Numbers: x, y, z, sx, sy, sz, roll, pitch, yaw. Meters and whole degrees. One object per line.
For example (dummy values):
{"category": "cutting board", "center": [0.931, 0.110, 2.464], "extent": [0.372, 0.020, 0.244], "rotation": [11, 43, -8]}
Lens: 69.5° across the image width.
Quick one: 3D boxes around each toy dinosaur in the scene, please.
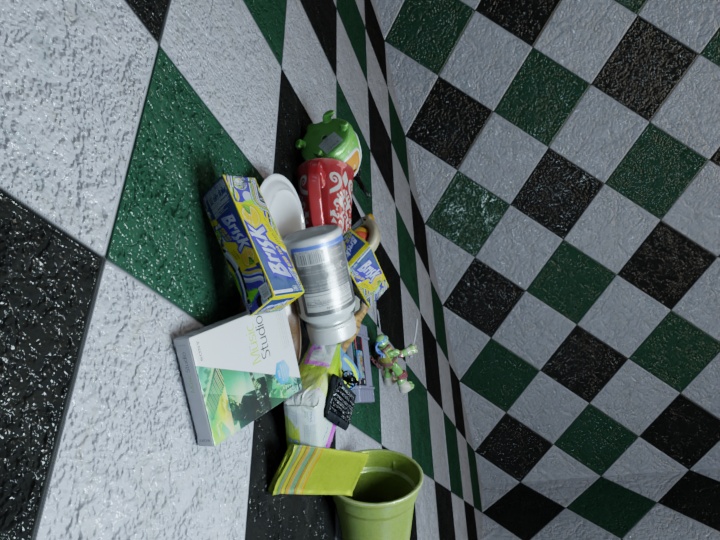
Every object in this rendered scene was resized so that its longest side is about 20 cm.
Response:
{"category": "toy dinosaur", "center": [-0.034, 0.149, 1.204], "extent": [0.204, 0.105, 0.060], "rotation": [-66, -158, -4]}

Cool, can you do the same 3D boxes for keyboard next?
{"category": "keyboard", "center": [-0.029, -0.170, 1.247], "extent": [0.021, 0.127, 0.202], "rotation": [35, 22, -41]}
{"category": "keyboard", "center": [-0.023, 0.238, 0.970], "extent": [0.201, 0.039, 0.106], "rotation": [70, 27, -67]}

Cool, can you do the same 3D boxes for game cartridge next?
{"category": "game cartridge", "center": [-0.001, 0.238, 1.341], "extent": [0.130, 0.037, 0.205], "rotation": [43, 39, -71]}

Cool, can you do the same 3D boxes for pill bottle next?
{"category": "pill bottle", "center": [-0.071, 0.027, 0.964], "extent": [0.114, 0.111, 0.205], "rotation": [-54, 135, -68]}

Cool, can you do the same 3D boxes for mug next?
{"category": "mug", "center": [-0.091, -0.131, 1.134], "extent": [0.176, 0.131, 0.205], "rotation": [21, 62, -51]}

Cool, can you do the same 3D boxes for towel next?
{"category": "towel", "center": [-0.064, 0.344, 0.885], "extent": [0.198, 0.018, 0.087], "rotation": [27, 92, -45]}

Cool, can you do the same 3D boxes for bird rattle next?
{"category": "bird rattle", "center": [-0.029, -0.062, 1.228], "extent": [0.113, 0.161, 0.202], "rotation": [51, 22, -35]}

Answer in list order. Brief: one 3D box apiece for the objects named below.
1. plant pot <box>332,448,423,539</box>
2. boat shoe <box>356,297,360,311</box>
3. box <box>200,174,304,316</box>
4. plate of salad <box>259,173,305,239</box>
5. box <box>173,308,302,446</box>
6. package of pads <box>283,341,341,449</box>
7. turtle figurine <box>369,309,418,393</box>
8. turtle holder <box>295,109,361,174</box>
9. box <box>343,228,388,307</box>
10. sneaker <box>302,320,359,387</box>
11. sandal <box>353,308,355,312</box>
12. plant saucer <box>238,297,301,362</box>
{"category": "plant pot", "center": [0.030, 0.499, 1.053], "extent": [0.200, 0.195, 0.189], "rotation": [-35, 125, -72]}
{"category": "boat shoe", "center": [-0.020, 0.082, 1.326], "extent": [0.200, 0.059, 0.076], "rotation": [-45, 133, -55]}
{"category": "box", "center": [-0.162, -0.039, 0.774], "extent": [0.069, 0.064, 0.203], "rotation": [-6, 67, -55]}
{"category": "plate of salad", "center": [-0.156, -0.079, 0.982], "extent": [0.199, 0.047, 0.206], "rotation": [-2, 90, -69]}
{"category": "box", "center": [-0.166, 0.138, 0.745], "extent": [0.199, 0.036, 0.148], "rotation": [-22, 101, -57]}
{"category": "package of pads", "center": [-0.080, 0.240, 0.949], "extent": [0.201, 0.066, 0.158], "rotation": [-69, 160, -63]}
{"category": "turtle figurine", "center": [0.111, 0.244, 1.532], "extent": [0.201, 0.141, 0.198], "rotation": [-65, 145, -58]}
{"category": "turtle holder", "center": [-0.078, -0.285, 1.247], "extent": [0.132, 0.183, 0.143], "rotation": [51, 59, -45]}
{"category": "box", "center": [0.000, 0.000, 1.102], "extent": [0.064, 0.070, 0.201], "rotation": [39, -11, 28]}
{"category": "sneaker", "center": [-0.074, 0.162, 1.076], "extent": [0.071, 0.082, 0.203], "rotation": [-38, 109, -39]}
{"category": "sandal", "center": [-0.069, 0.045, 1.115], "extent": [0.201, 0.047, 0.076], "rotation": [49, 63, -36]}
{"category": "plant saucer", "center": [-0.157, 0.095, 0.886], "extent": [0.200, 0.036, 0.205], "rotation": [-12, 91, -74]}
